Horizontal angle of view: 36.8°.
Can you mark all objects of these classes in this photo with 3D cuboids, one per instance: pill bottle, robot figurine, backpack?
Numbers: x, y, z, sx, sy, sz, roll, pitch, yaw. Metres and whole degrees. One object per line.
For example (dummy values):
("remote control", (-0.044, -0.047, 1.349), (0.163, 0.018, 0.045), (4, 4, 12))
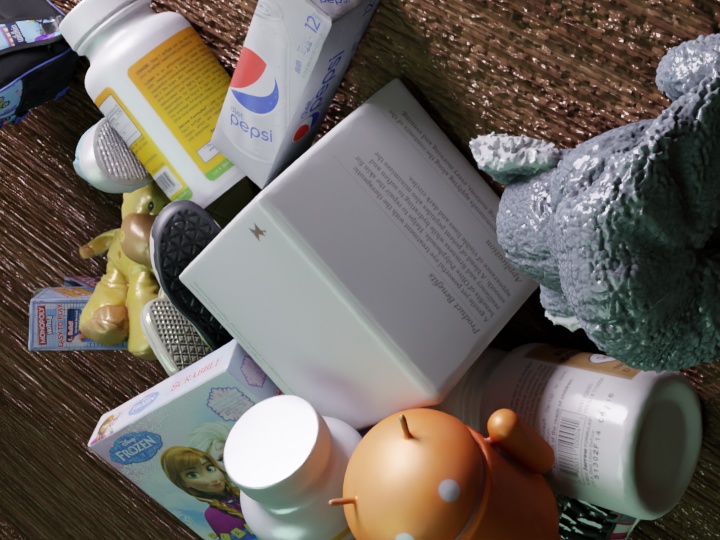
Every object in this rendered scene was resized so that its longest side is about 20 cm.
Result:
("pill bottle", (-0.027, 0.188, 0.864), (0.112, 0.112, 0.200), (16, 150, 40))
("robot figurine", (0.066, 0.174, 0.788), (0.143, 0.117, 0.200), (-18, 140, 37))
("pill bottle", (-0.173, -0.158, 0.967), (0.200, 0.111, 0.111), (53, 148, -9))
("pill bottle", (0.160, 0.119, 0.872), (0.199, 0.114, 0.115), (9, 133, 45))
("backpack", (-0.409, -0.220, 1.097), (0.183, 0.200, 0.135), (44, 148, 3))

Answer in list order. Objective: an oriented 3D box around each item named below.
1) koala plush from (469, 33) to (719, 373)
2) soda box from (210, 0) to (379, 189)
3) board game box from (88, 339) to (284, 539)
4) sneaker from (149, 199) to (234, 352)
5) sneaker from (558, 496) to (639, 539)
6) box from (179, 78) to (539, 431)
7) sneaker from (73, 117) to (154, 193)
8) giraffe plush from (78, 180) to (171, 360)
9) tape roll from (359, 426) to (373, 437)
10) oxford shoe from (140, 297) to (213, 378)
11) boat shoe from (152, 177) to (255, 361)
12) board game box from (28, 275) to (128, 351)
("koala plush", (0.155, -0.030, 0.679), (0.200, 0.183, 0.178), (11, 135, 60))
("soda box", (-0.055, -0.156, 0.850), (0.063, 0.068, 0.200), (41, 143, 8))
("board game box", (-0.115, 0.175, 1.004), (0.199, 0.041, 0.199), (-30, 116, 33))
("sneaker", (-0.147, 0.013, 0.994), (0.083, 0.071, 0.201), (42, 159, 48))
("sneaker", (0.190, 0.240, 0.963), (0.083, 0.121, 0.201), (29, 144, 26))
("box", (0.000, 0.000, 0.874), (0.199, 0.171, 0.200), (48, 148, -5))
("sneaker", (-0.238, -0.103, 1.028), (0.082, 0.200, 0.074), (-37, 103, 14))
("giraffe plush", (-0.213, -0.027, 1.155), (0.163, 0.171, 0.201), (114, 145, -46))
("tape roll", (-0.052, 0.095, 1.081), (0.200, 0.085, 0.201), (30, 132, 41))
("oxford shoe", (-0.152, 0.114, 1.051), (0.058, 0.075, 0.200), (-24, 112, 35))
("boat shoe", (-0.162, -0.005, 1.087), (0.073, 0.202, 0.063), (15, -174, -19))
("board game box", (-0.305, 0.046, 1.264), (0.200, 0.199, 0.062), (18, 106, 53))
